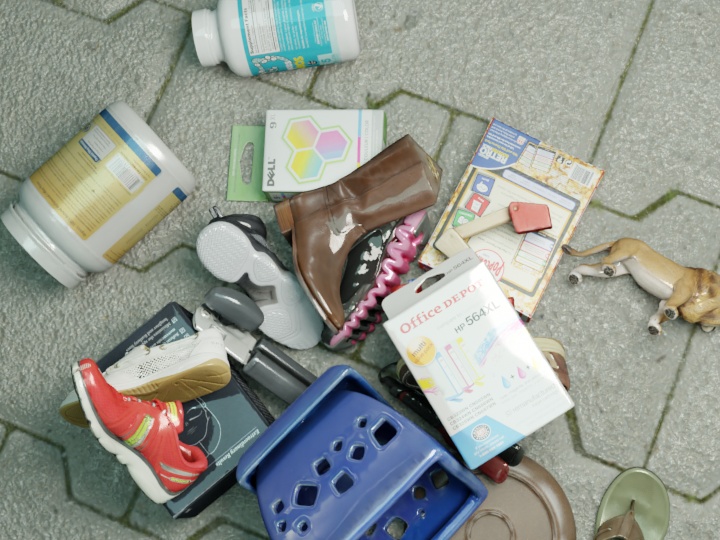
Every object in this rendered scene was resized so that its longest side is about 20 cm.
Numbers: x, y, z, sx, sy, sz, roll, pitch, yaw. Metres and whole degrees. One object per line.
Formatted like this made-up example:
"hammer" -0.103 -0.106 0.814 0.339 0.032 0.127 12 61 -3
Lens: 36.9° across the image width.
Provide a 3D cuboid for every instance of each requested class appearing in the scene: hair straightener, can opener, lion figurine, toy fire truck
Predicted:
"hair straightener" 0.106 0.166 1.261 0.200 0.041 0.077 32 42 24
"can opener" -0.104 0.095 1.246 0.200 0.053 0.067 37 121 -12
"lion figurine" 0.341 0.006 1.255 0.200 0.073 0.122 41 51 17
"toy fire truck" 0.125 0.000 1.240 0.199 0.049 0.142 -7 89 11

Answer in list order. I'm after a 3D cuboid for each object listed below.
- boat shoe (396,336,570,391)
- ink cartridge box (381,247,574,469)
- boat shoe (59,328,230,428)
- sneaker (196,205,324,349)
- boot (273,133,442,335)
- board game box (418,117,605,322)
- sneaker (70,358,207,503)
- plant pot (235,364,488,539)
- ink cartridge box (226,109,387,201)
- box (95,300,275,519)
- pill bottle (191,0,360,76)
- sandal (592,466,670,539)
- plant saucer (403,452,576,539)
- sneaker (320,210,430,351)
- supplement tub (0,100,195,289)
"boat shoe" 0.142 0.122 1.234 0.199 0.072 0.072 0 49 -8
"ink cartridge box" 0.117 0.088 1.148 0.128 0.125 0.200 -33 84 4
"boat shoe" -0.236 0.117 1.185 0.199 0.071 0.069 -18 52 10
"sneaker" -0.115 0.001 1.296 0.075 0.114 0.200 -37 113 13
"boot" 0.017 -0.045 1.235 0.200 0.064 0.187 -25 70 5
"board game box" 0.181 -0.061 1.296 0.151 0.046 0.200 28 83 9
"sneaker" -0.230 0.155 1.132 0.085 0.200 0.077 -33 33 -3
"plant pot" -0.007 0.231 1.172 0.200 0.200 0.180 -45 57 -3
"ink cartridge box" -0.069 -0.140 1.327 0.199 0.059 0.104 1 79 5
"box" -0.205 0.163 1.256 0.148 0.107 0.200 -38 77 -3
"pill bottle" -0.104 -0.302 1.337 0.199 0.111 0.111 -8 78 4
"sandal" 0.289 0.318 1.207 0.080 0.057 0.201 26 82 9
"plant saucer" 0.149 0.303 1.237 0.199 0.032 0.201 -1 78 4
"sneaker" 0.000 0.000 1.290 0.095 0.079 0.200 29 81 17
"supplement tub" -0.314 -0.089 1.295 0.200 0.145 0.145 -43 78 -4
